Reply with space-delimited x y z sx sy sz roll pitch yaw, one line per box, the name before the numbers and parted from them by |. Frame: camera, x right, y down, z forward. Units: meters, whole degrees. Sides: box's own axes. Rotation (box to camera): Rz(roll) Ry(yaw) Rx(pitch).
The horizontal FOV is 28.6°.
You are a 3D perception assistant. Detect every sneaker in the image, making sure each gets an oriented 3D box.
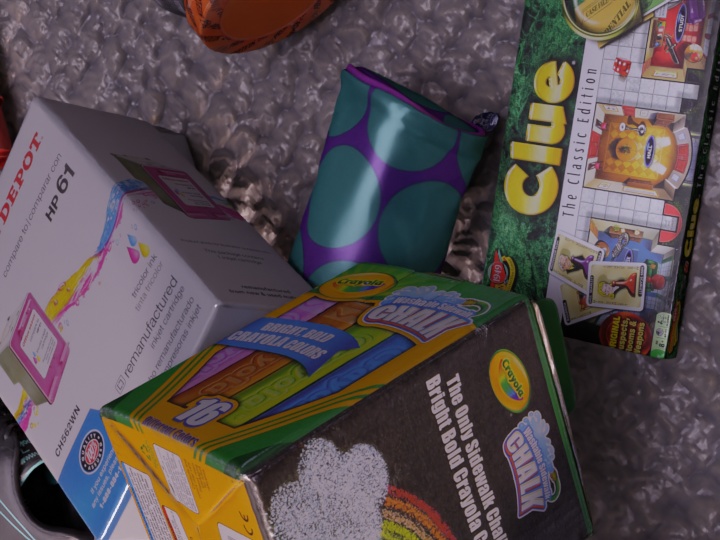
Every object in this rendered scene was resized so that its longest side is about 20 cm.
sneaker | -0.219 0.108 0.875 0.079 0.075 0.200 -44 69 35

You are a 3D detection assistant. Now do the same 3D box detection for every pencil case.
pencil case | 0.000 0.000 0.740 0.085 0.092 0.201 18 101 -9

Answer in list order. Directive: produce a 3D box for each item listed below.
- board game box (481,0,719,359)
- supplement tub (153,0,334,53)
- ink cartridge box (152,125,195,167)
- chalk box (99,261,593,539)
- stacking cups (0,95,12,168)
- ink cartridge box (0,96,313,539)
board game box | 0.121 -0.064 0.703 0.104 0.023 0.201 12 98 32
supplement tub | -0.091 -0.225 0.766 0.122 0.122 0.200 -40 73 26
ink cartridge box | -0.145 0.037 0.852 0.162 0.057 0.201 -26 74 29
chalk box | 0.012 0.078 0.626 0.124 0.200 0.125 12 123 52
stacking cups | -0.272 -0.161 0.912 0.060 0.060 0.201 -24 80 29
ink cartridge box | -0.123 0.022 0.738 0.200 0.084 0.145 44 114 39
